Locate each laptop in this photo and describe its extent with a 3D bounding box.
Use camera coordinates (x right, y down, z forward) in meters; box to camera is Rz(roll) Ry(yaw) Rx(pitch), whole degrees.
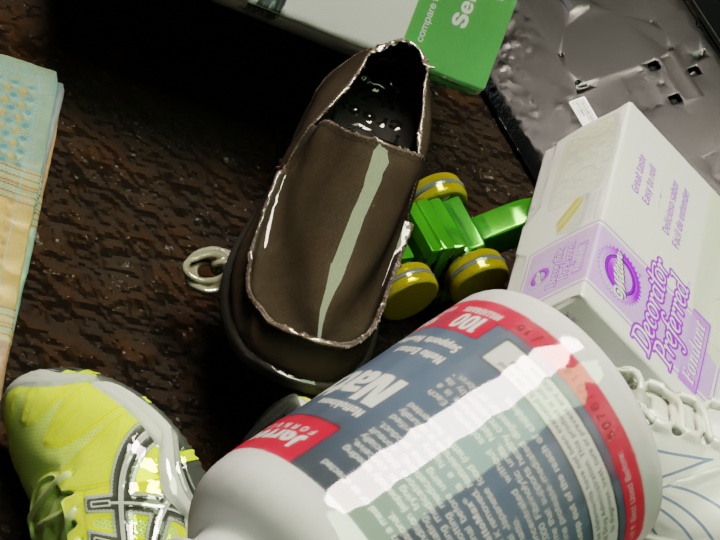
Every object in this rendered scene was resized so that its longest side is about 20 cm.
[{"bbox_3d":[0.166,-0.075,1.554,0.200,0.103,0.177,-21,61,-15],"label":"laptop"}]

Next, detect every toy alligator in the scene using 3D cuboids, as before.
[{"bbox_3d":[0.000,0.000,1.342,0.200,0.054,0.059,-11,56,-30],"label":"toy alligator"}]

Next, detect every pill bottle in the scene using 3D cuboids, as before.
[{"bbox_3d":[0.005,0.103,1.090,0.200,0.120,0.120,-32,72,-29],"label":"pill bottle"}]

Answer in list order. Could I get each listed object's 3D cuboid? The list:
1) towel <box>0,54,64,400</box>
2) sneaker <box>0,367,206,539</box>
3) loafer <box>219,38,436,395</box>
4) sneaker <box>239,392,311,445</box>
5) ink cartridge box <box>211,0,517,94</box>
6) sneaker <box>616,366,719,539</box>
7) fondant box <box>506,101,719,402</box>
[{"bbox_3d":[-0.210,-0.035,1.259,0.147,0.022,0.200,19,45,-16],"label":"towel"},{"bbox_3d":[-0.095,0.121,1.146,0.076,0.075,0.200,-10,57,-40],"label":"sneaker"},{"bbox_3d":[-0.011,-0.032,1.277,0.073,0.071,0.200,18,46,-6],"label":"loafer"},{"bbox_3d":[0.002,0.143,1.198,0.090,0.078,0.200,7,55,-38],"label":"sneaker"},{"bbox_3d":[-0.036,-0.160,1.393,0.200,0.083,0.147,20,3,-17],"label":"ink cartridge box"},{"bbox_3d":[0.123,0.083,1.252,0.200,0.087,0.075,-5,26,5],"label":"sneaker"},{"bbox_3d":[0.157,0.041,1.353,0.200,0.058,0.144,43,38,-21],"label":"fondant box"}]
